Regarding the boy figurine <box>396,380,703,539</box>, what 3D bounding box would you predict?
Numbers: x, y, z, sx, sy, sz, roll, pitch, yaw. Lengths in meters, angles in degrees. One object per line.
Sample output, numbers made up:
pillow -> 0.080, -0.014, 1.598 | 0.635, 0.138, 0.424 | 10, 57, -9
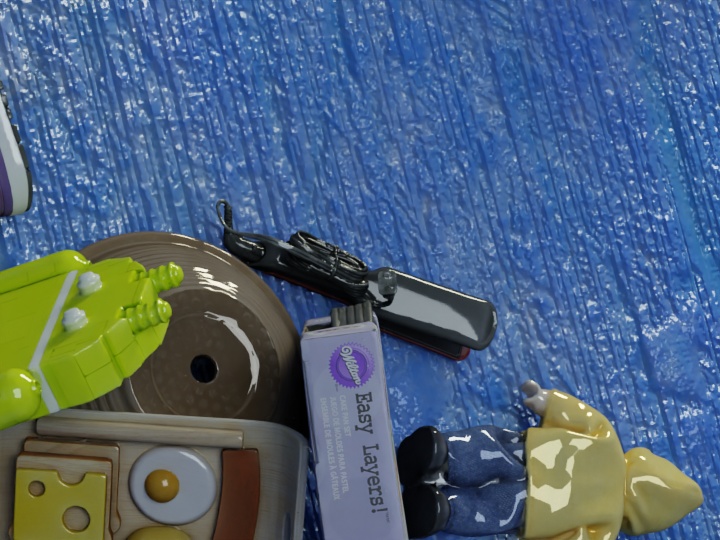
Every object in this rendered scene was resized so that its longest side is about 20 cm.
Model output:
boy figurine -> 0.124, 0.132, 1.800 | 0.199, 0.064, 0.125 | 2, 76, -25

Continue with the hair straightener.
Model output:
hair straightener -> 0.000, 0.000, 1.768 | 0.200, 0.077, 0.041 | 27, 69, -17

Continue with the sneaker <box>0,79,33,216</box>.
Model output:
sneaker -> -0.267, -0.119, 1.681 | 0.087, 0.076, 0.201 | -18, 85, -21

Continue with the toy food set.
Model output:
toy food set -> -0.133, 0.158, 1.615 | 0.199, 0.060, 0.144 | 4, 103, -1

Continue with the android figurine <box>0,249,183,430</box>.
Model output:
android figurine -> -0.193, 0.044, 1.602 | 0.182, 0.199, 0.041 | -74, 142, -62

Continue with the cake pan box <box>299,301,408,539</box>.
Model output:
cake pan box -> -0.001, 0.120, 1.660 | 0.052, 0.184, 0.201 | -8, 91, -1

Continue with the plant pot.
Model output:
plant pot -> -0.111, 0.067, 1.692 | 0.200, 0.093, 0.202 | 6, 73, -22
